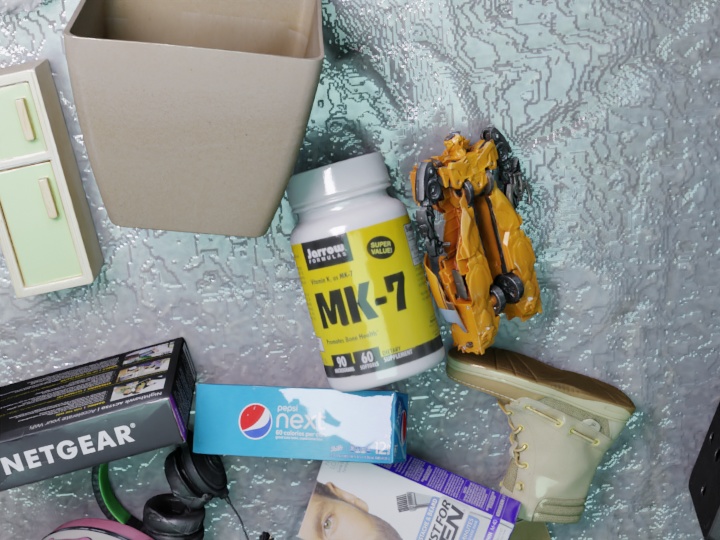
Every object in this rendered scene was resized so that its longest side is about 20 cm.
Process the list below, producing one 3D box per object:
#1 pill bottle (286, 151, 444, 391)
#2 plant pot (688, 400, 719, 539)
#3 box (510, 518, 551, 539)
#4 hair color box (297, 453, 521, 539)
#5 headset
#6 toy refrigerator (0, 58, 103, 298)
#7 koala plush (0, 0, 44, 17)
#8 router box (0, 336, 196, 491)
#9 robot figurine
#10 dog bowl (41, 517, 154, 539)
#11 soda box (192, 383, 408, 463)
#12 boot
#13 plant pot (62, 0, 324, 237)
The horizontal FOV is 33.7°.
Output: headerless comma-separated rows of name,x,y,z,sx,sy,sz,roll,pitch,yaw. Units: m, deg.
pill bottle,0.000,0.000,1.096,0.113,0.114,0.202,-16,94,1
plant pot,0.437,0.207,1.178,0.176,0.200,0.201,18,107,4
box,0.126,0.358,1.284,0.199,0.021,0.165,-21,108,3
hair color box,0.048,0.250,1.192,0.199,0.065,0.110,22,107,11
headset,-0.177,0.232,1.185,0.199,0.094,0.124,27,105,0
toy refrigerator,-0.300,-0.083,1.085,0.075,0.070,0.202,-11,108,0
koala plush,-0.371,-0.281,0.987,0.199,0.184,0.179,-18,97,-20
router box,-0.260,0.135,1.118,0.198,0.149,0.051,-15,108,2
robot figurine,0.105,-0.033,1.114,0.145,0.058,0.202,-29,110,-37
dog bowl,-0.254,0.331,1.189,0.198,0.074,0.201,10,126,14
soda box,-0.056,0.146,1.142,0.198,0.064,0.068,1,83,14
boot,0.159,0.168,1.201,0.198,0.073,0.156,17,107,-12
plant pot,-0.140,-0.140,1.022,0.198,0.200,0.178,5,119,-6
